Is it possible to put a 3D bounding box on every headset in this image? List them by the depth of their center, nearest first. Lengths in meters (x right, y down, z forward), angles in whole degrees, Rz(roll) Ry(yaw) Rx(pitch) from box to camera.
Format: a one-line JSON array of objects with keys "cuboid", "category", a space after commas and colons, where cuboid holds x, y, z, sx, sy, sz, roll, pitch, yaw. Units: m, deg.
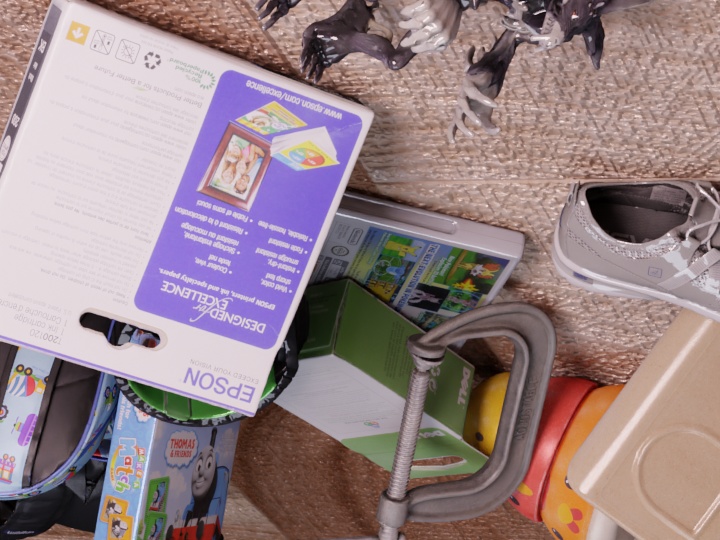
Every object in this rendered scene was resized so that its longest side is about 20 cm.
[{"cuboid": [-0.086, 0.032, 1.587, 0.123, 0.094, 0.200, 15, 125, -20], "category": "headset"}]

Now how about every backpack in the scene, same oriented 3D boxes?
[{"cuboid": [-0.244, 0.073, 1.705, 0.182, 0.201, 0.135, 5, 156, 9], "category": "backpack"}, {"cuboid": [-0.194, 0.133, 1.881, 0.199, 0.155, 0.191, 6, 165, -6], "category": "backpack"}]

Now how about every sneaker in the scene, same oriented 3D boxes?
[{"cuboid": [0.213, -0.014, 1.478, 0.199, 0.075, 0.082, 4, 151, 8], "category": "sneaker"}]

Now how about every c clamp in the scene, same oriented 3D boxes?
[{"cuboid": [0.055, 0.110, 1.679, 0.170, 0.201, 0.027, 3, -154, -29], "category": "c clamp"}]

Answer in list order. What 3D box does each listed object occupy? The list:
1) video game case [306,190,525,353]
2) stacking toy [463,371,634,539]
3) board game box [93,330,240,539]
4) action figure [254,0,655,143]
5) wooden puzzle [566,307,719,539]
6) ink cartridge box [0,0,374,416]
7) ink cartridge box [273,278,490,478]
[{"cuboid": [0.000, 0.000, 1.664, 0.181, 0.022, 0.200, 14, 155, -7], "category": "video game case"}, {"cuboid": [0.121, 0.123, 1.795, 0.199, 0.147, 0.146, 21, 160, 17], "category": "stacking toy"}, {"cuboid": [-0.132, 0.130, 1.733, 0.036, 0.201, 0.151, 9, 179, 20], "category": "board game box"}, {"cuboid": [0.053, -0.127, 1.263, 0.199, 0.102, 0.119, -1, 143, 27], "category": "action figure"}, {"cuboid": [0.262, 0.119, 1.582, 0.200, 0.186, 0.046, 36, -175, 4], "category": "wooden puzzle"}, {"cuboid": [-0.118, -0.036, 1.429, 0.197, 0.201, 0.043, 19, -172, -21], "category": "ink cartridge box"}, {"cuboid": [0.010, 0.080, 1.730, 0.104, 0.060, 0.200, -11, 147, 40], "category": "ink cartridge box"}]
